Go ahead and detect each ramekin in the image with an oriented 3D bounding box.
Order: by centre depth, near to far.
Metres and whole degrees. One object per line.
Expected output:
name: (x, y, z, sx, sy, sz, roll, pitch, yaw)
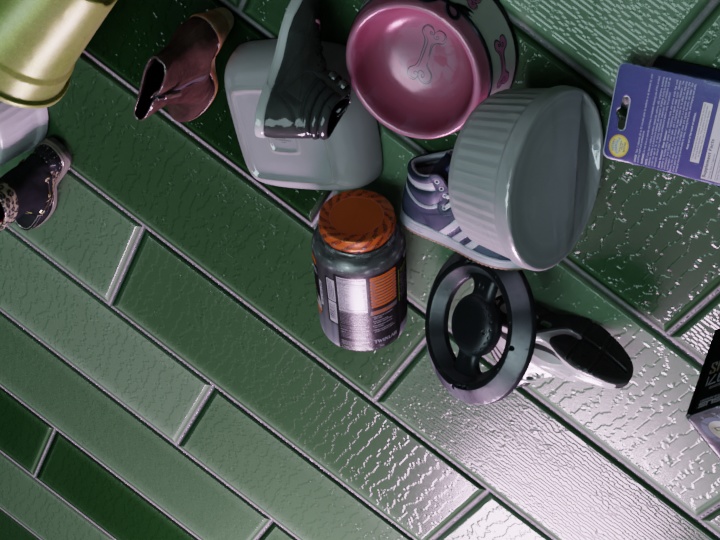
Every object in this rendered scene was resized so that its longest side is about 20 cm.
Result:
ramekin: (0.178, -0.106, 1.184, 0.094, 0.202, 0.203, 17, 133, 37)
ramekin: (-0.575, -0.243, 1.614, 0.199, 0.098, 0.201, 17, 132, 21)

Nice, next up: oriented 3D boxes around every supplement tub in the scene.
supplement tub: (0.000, 0.000, 1.410, 0.122, 0.123, 0.201, 18, 139, 20)

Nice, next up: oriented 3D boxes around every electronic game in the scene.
electronic game: (0.148, 0.069, 1.373, 0.199, 0.041, 0.202, -5, 83, 53)

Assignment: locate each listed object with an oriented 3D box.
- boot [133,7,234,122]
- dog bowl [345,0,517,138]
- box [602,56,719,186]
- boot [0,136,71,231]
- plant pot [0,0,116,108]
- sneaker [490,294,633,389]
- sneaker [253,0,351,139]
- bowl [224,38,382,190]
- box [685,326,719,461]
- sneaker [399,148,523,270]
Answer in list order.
boot: (-0.238, -0.232, 1.359, 0.072, 0.167, 0.200, 36, 136, 2)
dog bowl: (0.071, -0.238, 1.225, 0.199, 0.074, 0.201, 18, 132, 21)
box: (0.362, -0.151, 1.139, 0.199, 0.032, 0.122, 17, 131, 18)
boot: (-0.529, -0.102, 1.657, 0.073, 0.154, 0.204, 40, 135, -2)
plant pot: (-0.408, -0.341, 1.383, 0.184, 0.201, 0.201, -34, 103, 33)
sneaker: (0.253, 0.115, 1.405, 0.200, 0.076, 0.116, 27, 143, 23)
sneaker: (-0.049, -0.237, 1.251, 0.098, 0.201, 0.071, 14, 170, 6)
bowl: (-0.083, -0.185, 1.367, 0.199, 0.075, 0.201, 8, 128, 29)
box: (0.476, 0.110, 1.182, 0.086, 0.164, 0.200, 49, 135, -12)
sneaker: (0.138, -0.077, 1.314, 0.199, 0.070, 0.109, 21, 135, 21)
